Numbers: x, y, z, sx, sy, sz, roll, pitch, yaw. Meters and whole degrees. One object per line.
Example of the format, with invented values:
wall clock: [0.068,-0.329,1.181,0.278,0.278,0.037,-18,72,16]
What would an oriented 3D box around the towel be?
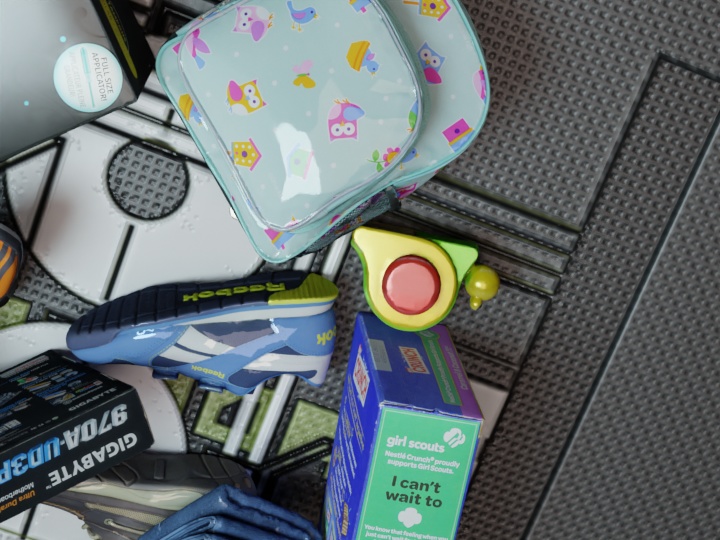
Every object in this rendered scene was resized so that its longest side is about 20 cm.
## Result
towel: [-0.125,0.230,1.047,0.111,0.049,0.200,26,131,-34]

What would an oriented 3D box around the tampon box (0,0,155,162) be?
tampon box: [-0.255,-0.150,0.925,0.198,0.126,0.151,-23,108,5]

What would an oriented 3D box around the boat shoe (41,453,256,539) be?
boat shoe: [-0.178,0.174,1.061,0.197,0.075,0.074,10,107,-4]

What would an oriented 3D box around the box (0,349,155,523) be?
box: [-0.258,0.123,0.955,0.199,0.158,0.046,-26,109,-28]

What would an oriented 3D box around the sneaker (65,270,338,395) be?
sneaker: [-0.111,0.054,1.026,0.197,0.074,0.083,-4,112,2]

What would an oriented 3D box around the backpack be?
backpack: [-0.015,-0.119,0.929,0.199,0.153,0.177,-30,89,-2]

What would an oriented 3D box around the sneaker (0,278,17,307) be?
sneaker: [-0.345,0.008,1.014,0.198,0.071,0.090,8,138,-14]

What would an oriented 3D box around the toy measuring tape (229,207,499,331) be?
toy measuring tape: [0.000,0.000,1.018,0.197,0.074,0.074,11,108,3]

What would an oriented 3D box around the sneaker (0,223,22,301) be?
sneaker: [-0.291,0.054,0.932,0.077,0.113,0.199,32,126,-31]

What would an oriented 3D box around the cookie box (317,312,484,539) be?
cookie box: [0.021,0.155,1.012,0.074,0.171,0.202,8,108,-7]
